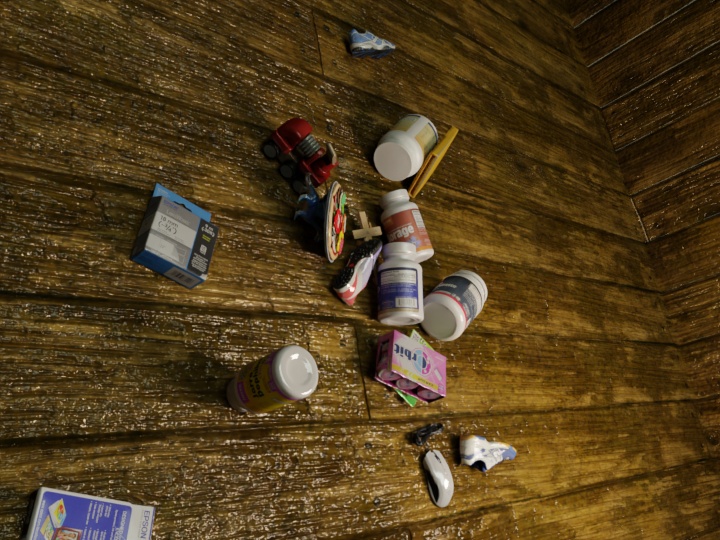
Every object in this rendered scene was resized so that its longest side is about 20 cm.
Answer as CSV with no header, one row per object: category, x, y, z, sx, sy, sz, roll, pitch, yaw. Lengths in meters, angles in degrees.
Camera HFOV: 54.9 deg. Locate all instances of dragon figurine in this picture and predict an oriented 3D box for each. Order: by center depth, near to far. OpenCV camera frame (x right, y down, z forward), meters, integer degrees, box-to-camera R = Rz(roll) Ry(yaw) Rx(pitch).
dragon figurine,-0.106,-0.162,1.703,0.099,0.201,0.059,11,39,-7

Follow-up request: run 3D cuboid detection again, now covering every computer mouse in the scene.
computer mouse,0.195,0.488,1.738,0.109,0.044,0.201,-3,71,-48

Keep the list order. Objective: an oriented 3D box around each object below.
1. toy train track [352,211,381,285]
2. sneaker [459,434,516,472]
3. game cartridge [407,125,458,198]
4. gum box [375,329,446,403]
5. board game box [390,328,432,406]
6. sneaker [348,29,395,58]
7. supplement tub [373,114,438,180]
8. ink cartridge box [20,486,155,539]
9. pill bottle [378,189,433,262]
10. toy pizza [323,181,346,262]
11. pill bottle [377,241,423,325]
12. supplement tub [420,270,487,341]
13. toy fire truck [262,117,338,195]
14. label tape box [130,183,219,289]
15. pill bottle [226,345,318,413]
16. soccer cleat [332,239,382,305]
toy train track,0.019,-0.057,1.861,0.114,0.032,0.201,-12,85,-48
sneaker,0.339,0.502,1.872,0.199,0.075,0.089,20,67,-30
game cartridge,0.221,-0.334,2.112,0.032,0.177,0.200,33,43,2
gum box,0.125,0.241,1.742,0.200,0.066,0.114,30,48,-30
board game box,0.132,0.255,1.811,0.096,0.030,0.200,46,41,-17
sneaker,0.039,-0.723,2.201,0.200,0.076,0.077,-14,84,-50
supplement tub,0.134,-0.364,2.055,0.145,0.144,0.200,52,42,-12
ink cartridge box,-0.440,0.463,1.097,0.200,0.047,0.199,28,50,-36
pill bottle,0.122,-0.119,1.937,0.112,0.112,0.201,-8,75,-48
toy pizza,-0.057,-0.120,1.719,0.200,0.032,0.201,4,90,-83
pill bottle,0.103,0.034,1.808,0.119,0.119,0.201,14,69,-41
supplement tub,0.261,0.095,1.944,0.141,0.140,0.200,58,41,-5
toy fire truck,-0.126,-0.297,1.707,0.176,0.200,0.129,51,42,-13
label tape box,-0.375,-0.084,1.440,0.144,0.063,0.201,31,50,-32
pill bottle,-0.181,0.223,1.371,0.104,0.200,0.105,23,54,-36
soccer cleat,0.000,0.000,1.774,0.200,0.068,0.073,-54,132,-34
